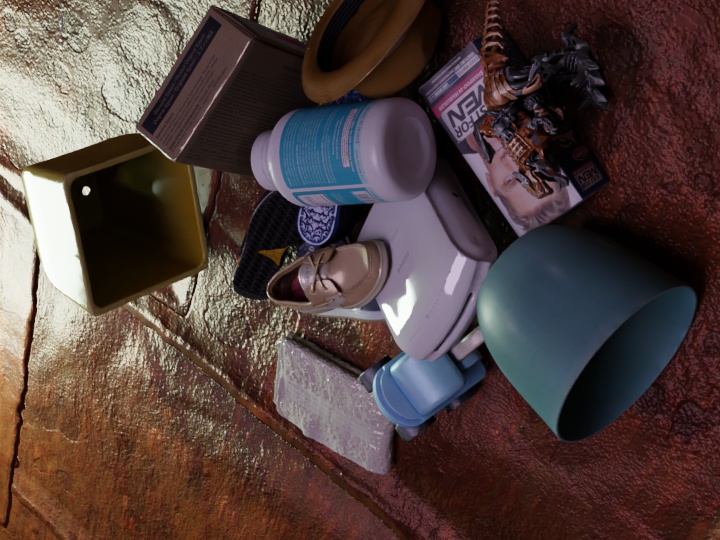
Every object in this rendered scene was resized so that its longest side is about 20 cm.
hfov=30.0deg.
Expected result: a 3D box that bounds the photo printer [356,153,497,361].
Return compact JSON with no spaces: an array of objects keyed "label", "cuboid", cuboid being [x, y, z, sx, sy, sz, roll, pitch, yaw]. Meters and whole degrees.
[{"label":"photo printer","cuboid":[0.073,-0.012,1.487,0.167,0.069,0.200,-62,36,35]}]

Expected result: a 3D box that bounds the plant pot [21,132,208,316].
[{"label":"plant pot","cuboid":[-0.352,-0.079,1.822,0.200,0.194,0.196,17,122,46]}]

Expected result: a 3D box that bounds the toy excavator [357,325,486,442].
[{"label":"toy excavator","cuboid":[0.109,0.100,1.548,0.100,0.194,0.200,54,164,6]}]

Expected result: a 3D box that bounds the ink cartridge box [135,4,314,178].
[{"label":"ink cartridge box","cuboid":[-0.137,-0.196,1.518,0.075,0.200,0.165,39,104,22]}]

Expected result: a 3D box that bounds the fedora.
[{"label":"fedora","cuboid":[0.024,-0.250,1.437,0.082,0.201,0.200,34,147,-32]}]

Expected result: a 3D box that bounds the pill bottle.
[{"label":"pill bottle","cuboid":[-0.024,-0.127,1.469,0.200,0.111,0.111,0,111,38]}]

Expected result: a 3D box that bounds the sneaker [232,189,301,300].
[{"label":"sneaker","cuboid":[-0.110,-0.058,1.683,0.070,0.090,0.200,17,129,-13]}]

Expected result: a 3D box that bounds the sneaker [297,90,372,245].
[{"label":"sneaker","cuboid":[-0.017,-0.126,1.581,0.070,0.078,0.200,25,104,19]}]

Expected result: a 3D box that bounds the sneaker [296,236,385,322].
[{"label":"sneaker","cuboid":[0.000,0.000,1.626,0.200,0.070,0.109,-1,113,45]}]

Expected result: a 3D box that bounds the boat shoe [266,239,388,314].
[{"label":"boat shoe","cuboid":[-0.042,0.011,1.548,0.200,0.069,0.074,-26,64,54]}]

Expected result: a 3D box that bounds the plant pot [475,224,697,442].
[{"label":"plant pot","cuboid":[0.216,0.048,1.377,0.161,0.200,0.201,43,134,29]}]

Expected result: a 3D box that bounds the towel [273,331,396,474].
[{"label":"towel","cuboid":[-0.035,0.174,1.775,0.200,0.034,0.133,26,128,29]}]

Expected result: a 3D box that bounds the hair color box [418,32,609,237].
[{"label":"hair color box","cuboid":[0.160,-0.143,1.415,0.200,0.060,0.100,55,136,4]}]

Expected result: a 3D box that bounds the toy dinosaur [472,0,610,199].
[{"label":"toy dinosaur","cuboid":[0.167,-0.176,1.322,0.135,0.102,0.200,-22,96,10]}]
